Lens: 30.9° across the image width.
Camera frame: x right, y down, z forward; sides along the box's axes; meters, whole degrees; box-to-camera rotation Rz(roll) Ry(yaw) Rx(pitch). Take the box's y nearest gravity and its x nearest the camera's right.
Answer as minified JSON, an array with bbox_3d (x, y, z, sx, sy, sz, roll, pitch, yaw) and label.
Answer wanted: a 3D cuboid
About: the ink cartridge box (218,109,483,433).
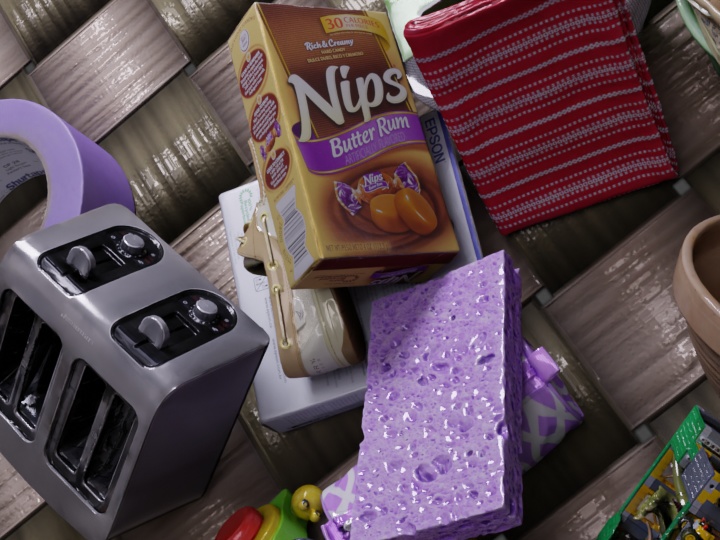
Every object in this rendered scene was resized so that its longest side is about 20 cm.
[{"bbox_3d":[0.000,0.000,0.995,0.198,0.041,0.201,-19,66,16],"label":"ink cartridge box"}]

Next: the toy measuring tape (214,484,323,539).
[{"bbox_3d":[-0.097,0.232,0.935,0.200,0.074,0.074,-46,61,0],"label":"toy measuring tape"}]

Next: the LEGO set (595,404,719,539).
[{"bbox_3d":[0.217,0.175,0.766,0.115,0.200,0.154,34,93,4],"label":"LEGO set"}]

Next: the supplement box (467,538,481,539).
[{"bbox_3d":[0.069,0.286,0.830,0.130,0.103,0.201,-36,63,6],"label":"supplement box"}]

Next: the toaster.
[{"bbox_3d":[-0.186,0.080,0.968,0.181,0.118,0.201,40,124,23],"label":"toaster"}]

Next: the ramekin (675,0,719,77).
[{"bbox_3d":[0.321,-0.196,0.892,0.198,0.098,0.202,-7,70,21],"label":"ramekin"}]

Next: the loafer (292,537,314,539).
[{"bbox_3d":[-0.069,0.275,0.887,0.202,0.068,0.070,-61,24,14],"label":"loafer"}]

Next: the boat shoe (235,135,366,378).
[{"bbox_3d":[-0.057,-0.016,0.959,0.066,0.074,0.201,-22,65,8],"label":"boat shoe"}]

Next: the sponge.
[{"bbox_3d":[0.052,0.086,0.856,0.111,0.030,0.201,-20,44,28],"label":"sponge"}]

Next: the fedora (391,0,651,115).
[{"bbox_3d":[0.131,-0.185,0.974,0.199,0.090,0.178,-22,63,23],"label":"fedora"}]

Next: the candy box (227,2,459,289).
[{"bbox_3d":[-0.014,-0.090,0.931,0.056,0.116,0.202,-42,58,50],"label":"candy box"}]

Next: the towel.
[{"bbox_3d":[0.128,-0.115,0.895,0.143,0.201,0.023,-18,40,16],"label":"towel"}]

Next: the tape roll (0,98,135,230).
[{"bbox_3d":[-0.297,-0.037,1.111,0.198,0.085,0.202,-8,69,20],"label":"tape roll"}]

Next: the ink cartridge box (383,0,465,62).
[{"bbox_3d":[0.062,-0.238,0.940,0.103,0.059,0.201,-27,58,20],"label":"ink cartridge box"}]

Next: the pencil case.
[{"bbox_3d":[0.060,0.129,0.900,0.200,0.085,0.084,-41,60,4],"label":"pencil case"}]

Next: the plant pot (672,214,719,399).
[{"bbox_3d":[0.283,0.051,0.804,0.200,0.200,0.093,29,126,28],"label":"plant pot"}]

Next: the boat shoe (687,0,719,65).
[{"bbox_3d":[0.222,-0.217,0.849,0.073,0.063,0.201,-33,63,11],"label":"boat shoe"}]
